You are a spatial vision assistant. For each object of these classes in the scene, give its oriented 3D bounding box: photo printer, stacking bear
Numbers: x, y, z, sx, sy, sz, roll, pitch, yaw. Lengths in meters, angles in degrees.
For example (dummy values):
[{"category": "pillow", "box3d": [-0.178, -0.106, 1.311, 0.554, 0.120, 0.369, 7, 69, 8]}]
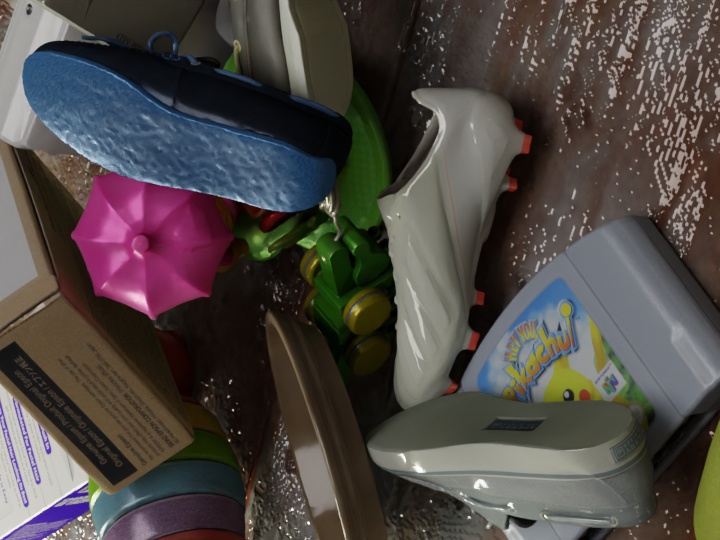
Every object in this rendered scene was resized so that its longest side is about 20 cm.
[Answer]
[{"category": "photo printer", "box3d": [-0.145, -0.171, 1.390, 0.069, 0.166, 0.201, 36, 110, 39]}, {"category": "stacking bear", "box3d": [-0.138, 0.131, 1.454, 0.114, 0.121, 0.201, 100, 158, -57]}]

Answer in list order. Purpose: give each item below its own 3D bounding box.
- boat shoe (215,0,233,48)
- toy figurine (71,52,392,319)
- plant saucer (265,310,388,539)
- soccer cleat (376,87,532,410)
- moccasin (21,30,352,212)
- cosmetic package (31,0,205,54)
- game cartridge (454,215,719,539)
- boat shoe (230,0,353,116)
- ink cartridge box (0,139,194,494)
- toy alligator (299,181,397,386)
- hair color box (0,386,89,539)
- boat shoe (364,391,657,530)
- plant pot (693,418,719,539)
[{"category": "boat shoe", "box3d": [-0.030, -0.218, 1.345, 0.066, 0.072, 0.201, 36, 114, 24]}, {"category": "toy figurine", "box3d": [-0.106, -0.035, 1.329, 0.151, 0.184, 0.200, 55, 140, 3]}, {"category": "plant saucer", "box3d": [-0.019, 0.119, 1.314, 0.200, 0.029, 0.202, 163, 90, -82]}, {"category": "soccer cleat", "box3d": [0.041, -0.014, 1.267, 0.069, 0.077, 0.201, -116, 40, -73]}, {"category": "moccasin", "box3d": [-0.098, -0.086, 1.228, 0.199, 0.068, 0.081, 23, 132, 13]}, {"category": "cosmetic package", "box3d": [-0.121, -0.231, 1.272, 0.073, 0.103, 0.201, 29, 91, 48]}, {"category": "game cartridge", "box3d": [0.126, 0.071, 1.223, 0.200, 0.040, 0.134, -55, 52, 33]}, {"category": "boat shoe", "box3d": [-0.050, -0.185, 1.249, 0.060, 0.072, 0.203, -1, 98, 33]}, {"category": "ink cartridge box", "box3d": [-0.199, 0.022, 1.384, 0.075, 0.165, 0.200, -33, 41, 6]}, {"category": "toy alligator", "box3d": [0.000, 0.000, 1.300, 0.059, 0.054, 0.201, 47, 155, 32]}, {"category": "hair color box", "box3d": [-0.240, 0.133, 1.586, 0.200, 0.064, 0.110, -34, 69, 47]}, {"category": "boat shoe", "box3d": [0.083, 0.115, 1.196, 0.200, 0.070, 0.072, -1, 116, 48]}, {"category": "plant pot", "box3d": [0.248, 0.085, 1.015, 0.188, 0.186, 0.200, 63, 146, 23]}]
